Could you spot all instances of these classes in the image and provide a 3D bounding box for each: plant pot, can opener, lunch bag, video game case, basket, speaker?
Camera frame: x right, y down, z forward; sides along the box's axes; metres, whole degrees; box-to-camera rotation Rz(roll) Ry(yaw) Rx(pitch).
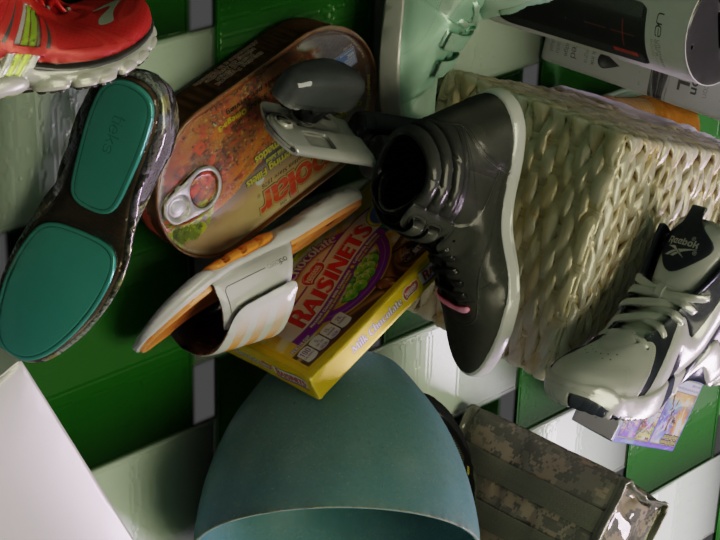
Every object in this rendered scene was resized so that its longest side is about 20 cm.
[{"bbox_3d":[-0.017,0.133,1.335,0.200,0.199,0.135,31,51,-50],"label":"plant pot"},{"bbox_3d":[0.020,-0.096,1.259,0.199,0.053,0.067,5,128,-40],"label":"can opener"},{"bbox_3d":[0.125,0.235,1.534,0.118,0.164,0.201,32,84,-55],"label":"lunch bag"},{"bbox_3d":[0.268,0.064,1.656,0.200,0.045,0.182,18,96,-65],"label":"video game case"},{"bbox_3d":[0.150,-0.032,1.402,0.160,0.198,0.201,8,103,-47],"label":"basket"},{"bbox_3d":[0.180,-0.194,1.347,0.081,0.200,0.082,-23,124,-38],"label":"speaker"}]

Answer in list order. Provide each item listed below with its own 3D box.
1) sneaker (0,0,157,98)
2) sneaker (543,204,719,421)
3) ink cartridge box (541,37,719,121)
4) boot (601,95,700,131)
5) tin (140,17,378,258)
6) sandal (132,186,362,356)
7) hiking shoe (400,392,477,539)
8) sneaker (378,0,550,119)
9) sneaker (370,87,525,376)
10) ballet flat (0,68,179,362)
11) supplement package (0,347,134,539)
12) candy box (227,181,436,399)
[{"bbox_3d":[-0.196,-0.144,1.069,0.200,0.077,0.085,-18,114,-43],"label":"sneaker"},{"bbox_3d":[0.203,0.021,1.285,0.199,0.079,0.130,-9,113,-38],"label":"sneaker"},{"bbox_3d":[0.249,-0.202,1.418,0.083,0.200,0.146,-5,113,-46],"label":"ink cartridge box"},{"bbox_3d":[0.225,-0.046,1.573,0.144,0.071,0.202,8,99,-48],"label":"boot"},{"bbox_3d":[-0.069,-0.090,1.259,0.200,0.042,0.112,-38,129,-28],"label":"tin"},{"bbox_3d":[-0.061,0.010,1.276,0.206,0.059,0.079,-33,174,-33],"label":"sandal"},{"bbox_3d":[0.062,0.188,1.443,0.075,0.101,0.201,-6,78,-8],"label":"hiking shoe"},{"bbox_3d":[0.077,-0.166,1.305,0.074,0.118,0.201,-65,160,-66],"label":"sneaker"},{"bbox_3d":[0.052,-0.018,1.254,0.099,0.071,0.201,-12,114,-33],"label":"sneaker"},{"bbox_3d":[-0.162,-0.034,1.160,0.072,0.072,0.201,6,118,-48],"label":"ballet flat"},{"bbox_3d":[-0.236,0.135,1.126,0.120,0.121,0.200,-44,137,-22],"label":"supplement package"},{"bbox_3d":[0.000,0.000,1.328,0.200,0.102,0.026,-45,131,-22],"label":"candy box"}]
